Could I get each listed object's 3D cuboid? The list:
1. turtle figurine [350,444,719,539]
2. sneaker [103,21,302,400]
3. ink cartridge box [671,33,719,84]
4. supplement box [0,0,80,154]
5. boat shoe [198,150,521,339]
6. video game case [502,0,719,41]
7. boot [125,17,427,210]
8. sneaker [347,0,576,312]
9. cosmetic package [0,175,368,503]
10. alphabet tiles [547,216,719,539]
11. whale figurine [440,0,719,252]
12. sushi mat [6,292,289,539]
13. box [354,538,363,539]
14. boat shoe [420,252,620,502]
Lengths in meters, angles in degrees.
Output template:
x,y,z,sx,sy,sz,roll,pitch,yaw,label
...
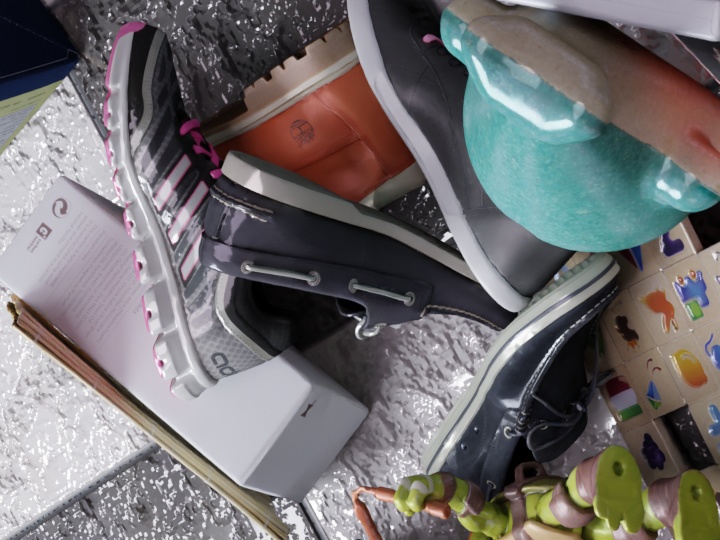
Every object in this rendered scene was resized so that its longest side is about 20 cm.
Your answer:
x,y,z,sx,sy,sz,roll,pitch,yaw,label
0.108,0.134,1.399,0.199,0.065,0.161,34,147,-25,turtle figurine
-0.080,-0.037,1.446,0.087,0.074,0.202,-12,92,7,sneaker
0.208,-0.023,1.266,0.050,0.162,0.200,-45,76,15,ink cartridge box
-0.313,-0.129,1.632,0.201,0.134,0.200,53,126,11,supplement box
0.000,0.000,1.415,0.073,0.199,0.063,32,97,55,boat shoe
0.123,-0.143,1.281,0.199,0.181,0.024,15,109,32,video game case
-0.048,-0.048,1.507,0.200,0.075,0.108,-29,98,43,boot
0.071,-0.087,1.417,0.099,0.071,0.201,-35,69,17,sneaker
-0.101,0.039,1.539,0.200,0.101,0.071,38,93,22,cosmetic package
0.175,0.044,1.364,0.168,0.008,0.200,64,150,3,alphabet tiles
0.093,-0.065,1.259,0.159,0.200,0.104,36,99,15,whale figurine
-0.120,0.083,1.540,0.200,0.096,0.012,40,89,-14,sushi mat
-0.008,0.266,1.482,0.197,0.117,0.200,59,167,7,box
0.094,0.062,1.425,0.062,0.075,0.200,42,138,12,boat shoe
